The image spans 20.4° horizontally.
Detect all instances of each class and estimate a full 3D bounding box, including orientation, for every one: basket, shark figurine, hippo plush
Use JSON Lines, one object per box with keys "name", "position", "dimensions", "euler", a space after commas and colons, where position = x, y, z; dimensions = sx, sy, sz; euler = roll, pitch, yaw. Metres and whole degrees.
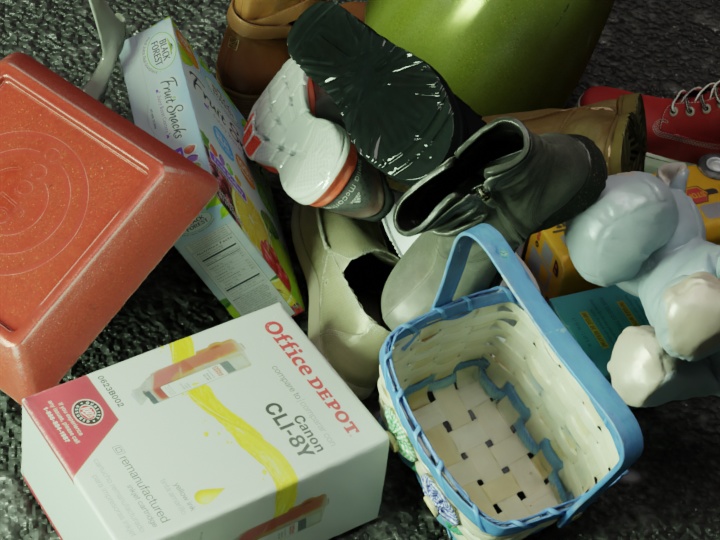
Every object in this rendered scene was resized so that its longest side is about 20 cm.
{"name": "basket", "position": [0.096, 0.087, 1.277], "dimensions": [0.138, 0.200, 0.177], "euler": [-21, 64, -29]}
{"name": "shark figurine", "position": [-0.246, -0.108, 1.454], "dimensions": [0.089, 0.214, 0.129], "euler": [21, 43, -48]}
{"name": "hippo plush", "position": [0.227, -0.007, 1.333], "dimensions": [0.199, 0.159, 0.161], "euler": [12, 42, -51]}

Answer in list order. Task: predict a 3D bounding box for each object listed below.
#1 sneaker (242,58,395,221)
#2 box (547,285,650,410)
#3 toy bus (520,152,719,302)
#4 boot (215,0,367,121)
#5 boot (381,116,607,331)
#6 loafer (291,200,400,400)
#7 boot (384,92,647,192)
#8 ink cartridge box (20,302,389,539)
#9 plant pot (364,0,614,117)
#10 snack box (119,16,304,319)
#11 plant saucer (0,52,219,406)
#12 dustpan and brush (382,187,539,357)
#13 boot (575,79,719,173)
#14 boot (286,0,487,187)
{"name": "sneaker", "position": [-0.027, -0.085, 1.453], "dimensions": [0.082, 0.077, 0.200], "euler": [31, 18, -28]}
{"name": "box", "position": [0.238, 0.045, 1.465], "dimensions": [0.199, 0.049, 0.083], "euler": [-12, 48, -20]}
{"name": "toy bus", "position": [0.220, -0.029, 1.526], "dimensions": [0.199, 0.065, 0.078], "euler": [-12, 47, -21]}
{"name": "boot", "position": [-0.043, -0.209, 1.603], "dimensions": [0.077, 0.156, 0.200], "euler": [36, 50, 27]}
{"name": "boot", "position": [0.057, -0.030, 1.292], "dimensions": [0.130, 0.200, 0.068], "euler": [5, 48, -54]}
{"name": "loafer", "position": [0.000, 0.000, 1.443], "dimensions": [0.075, 0.068, 0.201], "euler": [26, 41, -36]}
{"name": "boot", "position": [0.111, -0.079, 1.495], "dimensions": [0.198, 0.067, 0.175], "euler": [-7, 13, 13]}
{"name": "ink cartridge box", "position": [-0.102, 0.122, 1.304], "dimensions": [0.199, 0.084, 0.145], "euler": [-20, 51, -27]}
{"name": "plant pot", "position": [0.132, -0.235, 1.588], "dimensions": [0.186, 0.200, 0.188], "euler": [20, 43, -21]}
{"name": "snack box", "position": [-0.110, -0.069, 1.457], "dimensions": [0.053, 0.142, 0.201], "euler": [-26, 46, 8]}
{"name": "plant saucer", "position": [-0.230, -0.040, 1.339], "dimensions": [0.199, 0.037, 0.200], "euler": [33, 75, 23]}
{"name": "dustpan and brush", "position": [0.093, 0.032, 1.431], "dimensions": [0.139, 0.057, 0.200], "euler": [17, 24, -46]}
{"name": "boot", "position": [0.275, -0.140, 1.595], "dimensions": [0.199, 0.145, 0.073], "euler": [19, 46, 13]}
{"name": "boot", "position": [0.044, -0.099, 1.389], "dimensions": [0.073, 0.162, 0.198], "euler": [-48, 49, 7]}
